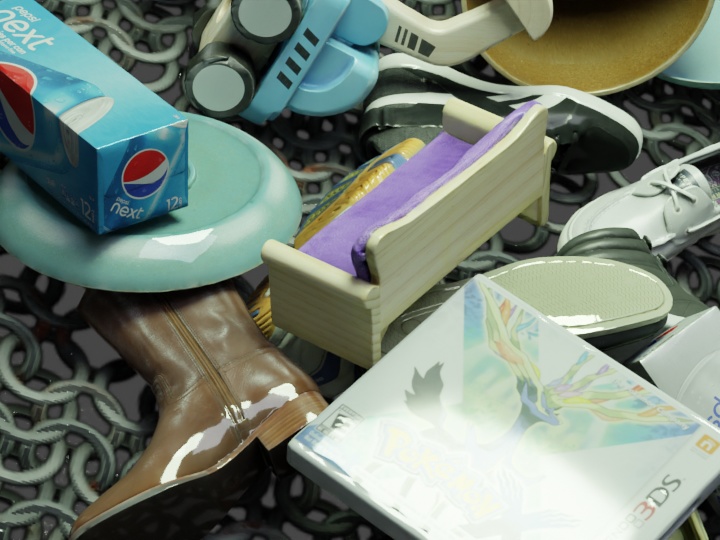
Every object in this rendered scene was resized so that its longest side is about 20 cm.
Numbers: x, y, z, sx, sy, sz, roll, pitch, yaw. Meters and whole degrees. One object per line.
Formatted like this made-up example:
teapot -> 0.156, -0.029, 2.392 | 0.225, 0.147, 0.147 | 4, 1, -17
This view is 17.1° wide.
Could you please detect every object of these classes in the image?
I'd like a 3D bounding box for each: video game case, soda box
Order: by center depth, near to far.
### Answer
video game case -> 0.090, 0.106, 1.386 | 0.200, 0.022, 0.182 | 33, 54, 24
soda box -> -0.188, -0.101, 1.498 | 0.068, 0.064, 0.200 | -20, 39, -31
soda box -> 0.248, 0.123, 1.504 | 0.063, 0.068, 0.200 | -35, 88, -10

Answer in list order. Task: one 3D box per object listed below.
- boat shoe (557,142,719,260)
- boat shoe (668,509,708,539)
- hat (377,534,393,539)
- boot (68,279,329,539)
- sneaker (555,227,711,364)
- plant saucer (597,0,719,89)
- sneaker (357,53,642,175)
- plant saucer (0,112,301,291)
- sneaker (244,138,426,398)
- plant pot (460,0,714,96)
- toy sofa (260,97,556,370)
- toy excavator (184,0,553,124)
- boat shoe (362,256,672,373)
boat shoe -> 0.225, -0.047, 1.690 | 0.200, 0.069, 0.072 | -17, 60, -32
boat shoe -> 0.173, 0.130, 1.521 | 0.073, 0.063, 0.201 | 1, 50, -21
hat -> 0.088, 0.171, 1.404 | 0.200, 0.081, 0.201 | 6, 31, -4
boot -> -0.135, 0.070, 1.452 | 0.186, 0.064, 0.200 | -26, 54, -19
sneaker -> 0.213, 0.027, 1.609 | 0.200, 0.071, 0.099 | 17, 40, -28
plant saucer -> 0.282, -0.203, 1.827 | 0.200, 0.027, 0.200 | -7, 47, 7
sneaker -> 0.094, -0.075, 1.665 | 0.200, 0.073, 0.112 | 13, 51, -1
plant saucer -> -0.137, -0.052, 1.523 | 0.200, 0.027, 0.200 | 2, 34, -1
sneaker -> 0.000, 0.000, 1.562 | 0.088, 0.075, 0.200 | 45, 57, -12
plant pot -> 0.155, -0.261, 1.786 | 0.186, 0.187, 0.200 | 10, 35, -14
toy sofa -> 0.032, -0.037, 1.472 | 0.083, 0.098, 0.200 | 24, 45, 30
toy excavator -> 0.005, -0.165, 1.627 | 0.200, 0.195, 0.100 | 26, 29, -17
boat shoe -> 0.097, 0.040, 1.503 | 0.200, 0.068, 0.072 | -11, 45, -7
